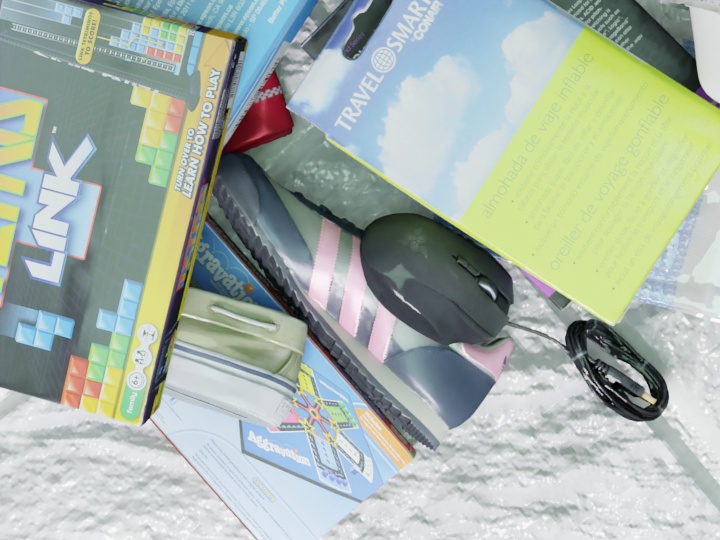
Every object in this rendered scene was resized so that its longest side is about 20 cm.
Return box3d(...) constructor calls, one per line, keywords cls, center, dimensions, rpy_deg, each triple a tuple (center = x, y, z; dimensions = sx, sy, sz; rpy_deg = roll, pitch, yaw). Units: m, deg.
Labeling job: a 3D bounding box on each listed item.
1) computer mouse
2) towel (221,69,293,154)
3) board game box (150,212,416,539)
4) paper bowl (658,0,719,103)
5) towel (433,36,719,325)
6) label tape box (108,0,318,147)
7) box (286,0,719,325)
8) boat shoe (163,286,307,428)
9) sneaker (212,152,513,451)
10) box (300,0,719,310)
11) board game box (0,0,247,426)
box3d(cls="computer mouse", center=(0.087, 0.025, 0.965), dimensions=(0.199, 0.059, 0.034), rpy_deg=(26, 143, -17))
box3d(cls="towel", center=(-0.135, -0.142, 0.993), dimensions=(0.144, 0.022, 0.201), rpy_deg=(-20, 96, 7))
box3d(cls="board game box", center=(-0.071, 0.062, 1.020), dimensions=(0.103, 0.019, 0.200), rpy_deg=(-40, 93, 11))
box3d(cls="paper bowl", center=(0.244, -0.115, 0.873), dimensions=(0.200, 0.201, 0.105), rpy_deg=(17, 100, 2))
box3d(cls="towel", center=(0.150, -0.057, 0.981), dimensions=(0.199, 0.024, 0.148), rpy_deg=(16, 99, 3))
box3d(cls="label tape box", center=(-0.120, -0.175, 0.947), dimensions=(0.199, 0.066, 0.144), rpy_deg=(34, 97, 1))
box3d(cls="box", center=(0.078, -0.076, 0.915), dimensions=(0.199, 0.048, 0.122), rpy_deg=(33, 94, 3))
box3d(cls="boat shoe", center=(-0.125, 0.026, 0.984), dimensions=(0.199, 0.072, 0.062), rpy_deg=(21, 75, 0))
box3d(cls="sneaker", center=(0.000, 0.000, 0.989), dimensions=(0.082, 0.070, 0.200), rpy_deg=(-41, 95, -9))
box3d(cls="box", center=(0.087, -0.100, 0.955), dimensions=(0.143, 0.036, 0.200), rpy_deg=(-45, 90, 5))
box3d(cls="board game box", center=(-0.160, -0.041, 0.906), dimensions=(0.164, 0.057, 0.201), rpy_deg=(14, 98, 1))
